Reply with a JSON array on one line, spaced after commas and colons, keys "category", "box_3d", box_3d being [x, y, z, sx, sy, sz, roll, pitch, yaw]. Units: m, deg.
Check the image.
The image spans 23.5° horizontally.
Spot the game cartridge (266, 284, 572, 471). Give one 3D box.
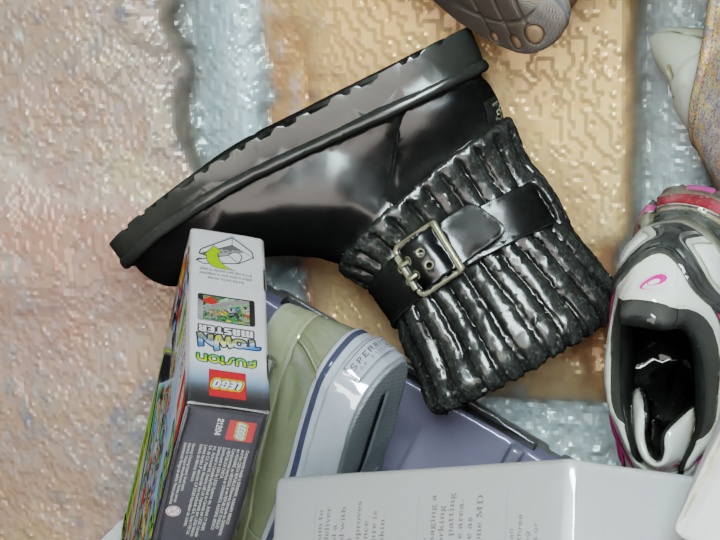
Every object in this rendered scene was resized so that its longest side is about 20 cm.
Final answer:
[{"category": "game cartridge", "box_3d": [-0.003, 0.104, 0.864, 0.199, 0.038, 0.130, 29, 105, 7]}]

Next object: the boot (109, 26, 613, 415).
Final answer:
[{"category": "boot", "box_3d": [0.000, 0.000, 0.807, 0.210, 0.079, 0.159, -25, 96, 16]}]

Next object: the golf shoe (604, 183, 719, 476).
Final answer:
[{"category": "golf shoe", "box_3d": [0.136, 0.066, 0.763, 0.072, 0.092, 0.201, 9, 129, 29]}]

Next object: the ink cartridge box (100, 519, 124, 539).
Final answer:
[{"category": "ink cartridge box", "box_3d": [-0.084, 0.250, 0.895, 0.199, 0.084, 0.146, 31, 110, 6]}]

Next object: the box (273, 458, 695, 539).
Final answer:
[{"category": "box", "box_3d": [0.075, 0.138, 0.685, 0.199, 0.151, 0.107, -15, 69, 56]}]

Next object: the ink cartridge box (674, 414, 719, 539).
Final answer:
[{"category": "ink cartridge box", "box_3d": [0.209, 0.053, 0.621, 0.145, 0.200, 0.085, 29, 119, 11]}]

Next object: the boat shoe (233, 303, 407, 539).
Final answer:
[{"category": "boat shoe", "box_3d": [-0.031, 0.099, 0.808, 0.062, 0.072, 0.201, 34, 127, 21]}]

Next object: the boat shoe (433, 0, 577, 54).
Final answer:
[{"category": "boat shoe", "box_3d": [0.022, -0.174, 0.773, 0.199, 0.076, 0.072, 36, 77, 13]}]

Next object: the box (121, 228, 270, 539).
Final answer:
[{"category": "box", "box_3d": [-0.078, 0.094, 0.779, 0.034, 0.111, 0.201, 8, 128, -12]}]

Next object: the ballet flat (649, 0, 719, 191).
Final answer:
[{"category": "ballet flat", "box_3d": [0.163, -0.116, 0.753, 0.067, 0.068, 0.202, 13, 102, 30]}]
